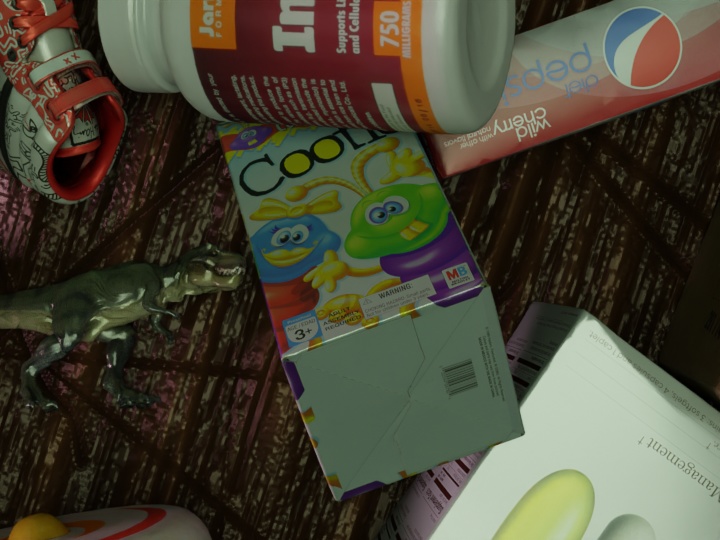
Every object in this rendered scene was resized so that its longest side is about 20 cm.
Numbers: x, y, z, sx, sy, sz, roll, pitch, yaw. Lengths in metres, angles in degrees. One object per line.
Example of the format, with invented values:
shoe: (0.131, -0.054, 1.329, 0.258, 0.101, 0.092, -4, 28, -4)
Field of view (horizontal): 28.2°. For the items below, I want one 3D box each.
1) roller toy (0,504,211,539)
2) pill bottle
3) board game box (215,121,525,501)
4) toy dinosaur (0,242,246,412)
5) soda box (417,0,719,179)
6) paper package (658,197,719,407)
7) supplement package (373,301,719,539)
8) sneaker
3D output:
roller toy: (-0.161, 0.199, 0.762, 0.180, 0.200, 0.142, -10, 90, -13)
pill bottle: (-0.029, -0.130, 0.732, 0.197, 0.113, 0.115, 5, 91, 22)
board game box: (0.000, 0.000, 0.745, 0.102, 0.201, 0.106, -19, 129, -1)
toy dinosaur: (-0.160, 0.036, 0.827, 0.197, 0.048, 0.089, -7, 77, -2)
soda box: (0.125, -0.113, 0.822, 0.198, 0.070, 0.064, -20, 93, -2)
paper package: (0.253, -0.003, 0.765, 0.102, 0.200, 0.193, 21, 91, -2)
supplement package: (0.126, 0.155, 0.788, 0.190, 0.147, 0.201, 35, 89, -2)
sneaker: (-0.167, -0.133, 0.757, 0.108, 0.067, 0.203, 34, 131, 30)
